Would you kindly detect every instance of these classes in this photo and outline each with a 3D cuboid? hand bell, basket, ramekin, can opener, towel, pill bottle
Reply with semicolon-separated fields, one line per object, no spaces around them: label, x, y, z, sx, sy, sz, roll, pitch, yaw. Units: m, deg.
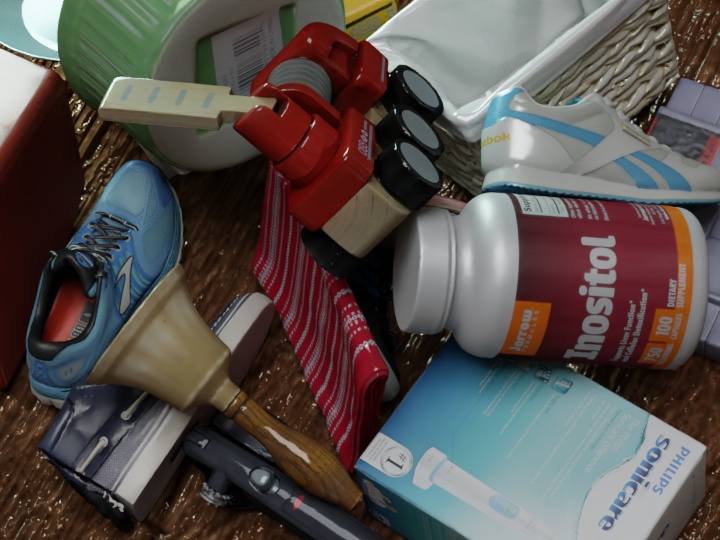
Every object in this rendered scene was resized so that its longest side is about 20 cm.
hand bell;-0.079;0.097;1.630;0.200;0.104;0.104;38;72;0
basket;0.124;-0.156;1.748;0.200;0.124;0.135;-39;48;-13
ramekin;-0.106;-0.168;1.674;0.200;0.200;0.098;-38;53;-11
can opener;-0.041;0.165;1.654;0.200;0.063;0.079;35;87;22
towel;-0.032;0.032;1.678;0.022;0.145;0.201;-16;60;-18
pill bottle;0.127;0.006;1.601;0.199;0.113;0.114;4;62;-11

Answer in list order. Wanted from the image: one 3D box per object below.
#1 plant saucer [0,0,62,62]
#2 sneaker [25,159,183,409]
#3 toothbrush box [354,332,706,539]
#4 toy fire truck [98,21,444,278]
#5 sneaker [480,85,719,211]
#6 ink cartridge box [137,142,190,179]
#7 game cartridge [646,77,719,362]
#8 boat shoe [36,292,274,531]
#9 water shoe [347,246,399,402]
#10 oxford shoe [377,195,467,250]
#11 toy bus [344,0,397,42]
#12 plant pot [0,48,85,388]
plant saucer;-0.201;-0.217;1.803;0.200;0.039;0.202;-2;49;3
sneaker;-0.191;0.001;1.747;0.078;0.090;0.201;14;65;15
toothbrush box;0.119;0.145;1.628;0.199;0.085;0.147;29;69;22
toy fire truck;-0.058;-0.105;1.593;0.129;0.200;0.176;-43;20;23
sneaker;0.177;-0.080;1.660;0.199;0.076;0.081;8;76;-29
ink cartridge box;-0.141;-0.154;1.833;0.116;0.068;0.200;-33;62;-9
game cartridge;0.252;-0.041;1.735;0.129;0.038;0.201;22;68;14
boat shoe;-0.150;0.082;1.706;0.092;0.075;0.200;31;72;14
water shoe;0.000;0.000;1.730;0.079;0.072;0.201;-21;64;-10
oxford shoe;0.076;-0.005;1.687;0.199;0.070;0.075;14;78;8
toy bus;-0.039;-0.257;1.863;0.065;0.078;0.201;-26;62;-6
plant pot;-0.312;-0.067;1.753;0.199;0.200;0.177;23;57;19
